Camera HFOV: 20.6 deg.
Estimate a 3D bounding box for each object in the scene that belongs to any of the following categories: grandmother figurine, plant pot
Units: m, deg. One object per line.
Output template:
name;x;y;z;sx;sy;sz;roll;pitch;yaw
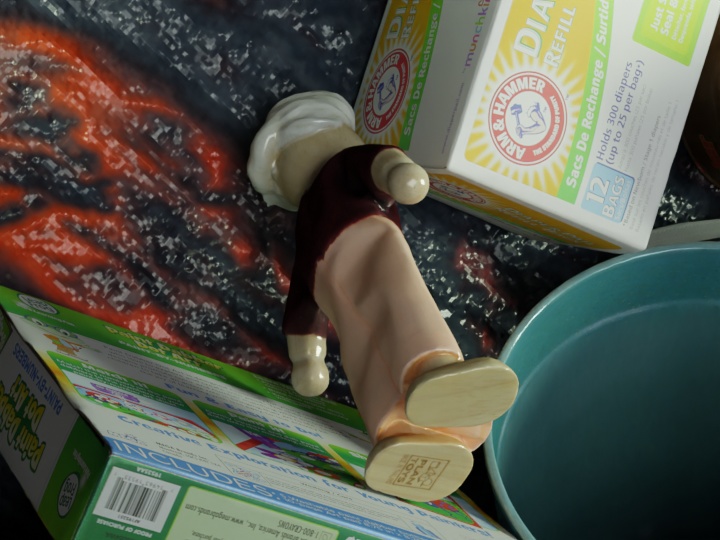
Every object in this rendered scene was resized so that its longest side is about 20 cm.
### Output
grandmother figurine;0.000;0.000;0.798;0.060;0.201;0.122;17;124;-33
plant pot;0.152;0.125;0.863;0.199;0.200;0.189;-30;143;-22

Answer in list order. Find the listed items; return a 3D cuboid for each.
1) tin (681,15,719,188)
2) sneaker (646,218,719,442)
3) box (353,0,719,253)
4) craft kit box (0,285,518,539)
tin;0.236;-0.122;0.983;0.112;0.042;0.200;47;74;-19
sneaker;0.223;0.027;0.958;0.198;0.073;0.113;-6;115;-5
box;0.085;-0.121;0.866;0.112;0.101;0.202;19;86;-28
craft kit box;-0.045;0.079;0.765;0.199;0.197;0.049;21;100;-27
